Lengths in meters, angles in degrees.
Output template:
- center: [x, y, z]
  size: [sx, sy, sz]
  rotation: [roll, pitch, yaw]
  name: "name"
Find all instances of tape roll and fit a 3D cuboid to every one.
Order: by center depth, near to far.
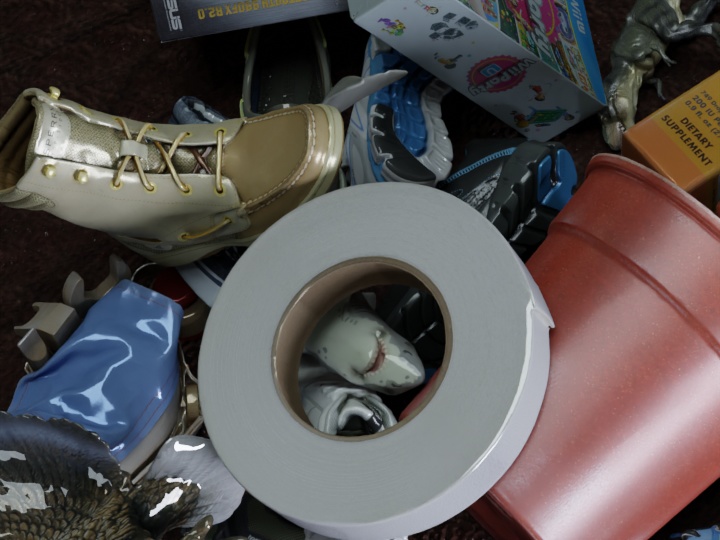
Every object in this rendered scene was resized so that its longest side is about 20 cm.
- center: [0.007, 0.049, 1.128]
  size: [0.202, 0.037, 0.204]
  rotation: [-9, 66, 20]
  name: "tape roll"

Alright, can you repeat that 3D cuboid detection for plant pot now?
- center: [0.140, 0.072, 1.185]
  size: [0.195, 0.201, 0.201]
  rotation: [-45, 62, -8]
  name: "plant pot"

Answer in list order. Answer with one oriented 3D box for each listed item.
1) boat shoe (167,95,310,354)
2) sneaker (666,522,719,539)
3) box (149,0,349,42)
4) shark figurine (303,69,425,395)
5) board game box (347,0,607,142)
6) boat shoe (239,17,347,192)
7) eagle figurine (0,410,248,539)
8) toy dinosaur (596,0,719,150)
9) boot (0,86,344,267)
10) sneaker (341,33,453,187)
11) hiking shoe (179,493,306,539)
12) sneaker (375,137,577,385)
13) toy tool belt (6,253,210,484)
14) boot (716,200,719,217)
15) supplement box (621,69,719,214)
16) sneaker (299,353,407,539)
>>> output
- center: [-0.078, -0.032, 1.312]
  size: [0.200, 0.071, 0.091]
  rotation: [40, 109, 34]
  name: "boat shoe"
- center: [0.222, 0.160, 1.174]
  size: [0.090, 0.079, 0.200]
  rotation: [27, 66, 27]
  name: "sneaker"
- center: [-0.066, -0.235, 1.436]
  size: [0.157, 0.049, 0.200]
  rotation: [-9, 32, 3]
  name: "box"
- center: [-0.012, -0.013, 1.245]
  size: [0.128, 0.089, 0.216]
  rotation: [-21, 66, 34]
  name: "shark figurine"
- center: [0.070, -0.191, 1.344]
  size: [0.064, 0.200, 0.148]
  rotation: [-30, 52, 29]
  name: "board game box"
- center: [-0.049, -0.098, 1.387]
  size: [0.072, 0.060, 0.203]
  rotation: [-7, 58, 6]
  name: "boat shoe"
- center: [-0.173, 0.160, 1.163]
  size: [0.199, 0.151, 0.153]
  rotation: [8, 90, 37]
  name: "eagle figurine"
- center: [0.218, -0.171, 1.399]
  size: [0.088, 0.048, 0.201]
  rotation: [6, 56, 21]
  name: "toy dinosaur"
- center: [-0.121, -0.067, 1.200]
  size: [0.199, 0.155, 0.073]
  rotation: [-18, 60, 46]
  name: "boot"
- center: [0.019, -0.101, 1.375]
  size: [0.075, 0.087, 0.200]
  rotation: [27, 39, -11]
  name: "sneaker"
- center: [-0.025, 0.200, 1.190]
  size: [0.100, 0.076, 0.200]
  rotation: [-33, 58, -7]
  name: "hiking shoe"
- center: [0.059, -0.006, 1.320]
  size: [0.082, 0.073, 0.200]
  rotation: [18, 59, 44]
  name: "sneaker"
- center: [-0.155, 0.059, 1.272]
  size: [0.124, 0.123, 0.201]
  rotation: [20, 63, 20]
  name: "toy tool belt"
- center: [0.251, -0.017, 1.225]
  size: [0.107, 0.200, 0.075]
  rotation: [26, 98, 28]
  name: "boot"
- center: [0.268, -0.105, 1.336]
  size: [0.199, 0.069, 0.067]
  rotation: [-32, 61, -13]
  name: "supplement box"
- center: [-0.006, 0.098, 1.219]
  size: [0.075, 0.081, 0.200]
  rotation: [-1, 30, -11]
  name: "sneaker"
